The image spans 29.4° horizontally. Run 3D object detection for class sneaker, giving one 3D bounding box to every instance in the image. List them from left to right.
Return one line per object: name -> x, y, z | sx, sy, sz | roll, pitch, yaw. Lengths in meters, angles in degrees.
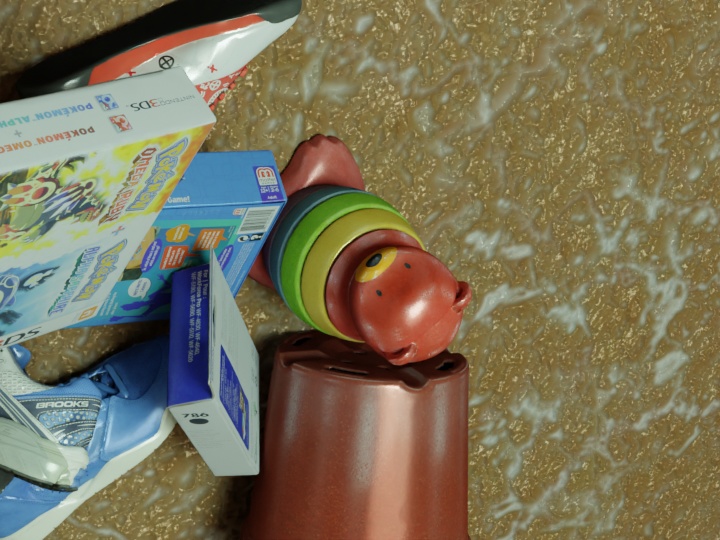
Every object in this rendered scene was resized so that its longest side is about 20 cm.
sneaker -> -0.258, 0.073, 0.895 | 0.199, 0.077, 0.085 | 21, 74, 7
sneaker -> -0.213, 0.102, 0.965 | 0.200, 0.077, 0.111 | -41, 134, -1
sneaker -> -0.124, -0.116, 0.932 | 0.201, 0.067, 0.108 | -25, 124, -16

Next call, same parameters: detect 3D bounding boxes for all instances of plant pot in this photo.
plant pot -> 0.001, 0.156, 1.055 | 0.200, 0.201, 0.196 | -2, 103, -29

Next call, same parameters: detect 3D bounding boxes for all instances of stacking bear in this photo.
stacking bear -> 0.000, 0.000, 0.968 | 0.121, 0.200, 0.114 | -37, 124, -11

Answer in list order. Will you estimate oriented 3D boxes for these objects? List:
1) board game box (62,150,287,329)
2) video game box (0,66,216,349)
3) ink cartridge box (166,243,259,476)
board game box -> -0.166, -0.017, 0.908 | 0.199, 0.045, 0.152 | -5, 151, -27
video game box -> -0.193, -0.017, 0.738 | 0.182, 0.047, 0.200 | -24, 161, -43
ink cartridge box -> -0.102, 0.067, 0.947 | 0.039, 0.100, 0.200 | -3, 154, 3
